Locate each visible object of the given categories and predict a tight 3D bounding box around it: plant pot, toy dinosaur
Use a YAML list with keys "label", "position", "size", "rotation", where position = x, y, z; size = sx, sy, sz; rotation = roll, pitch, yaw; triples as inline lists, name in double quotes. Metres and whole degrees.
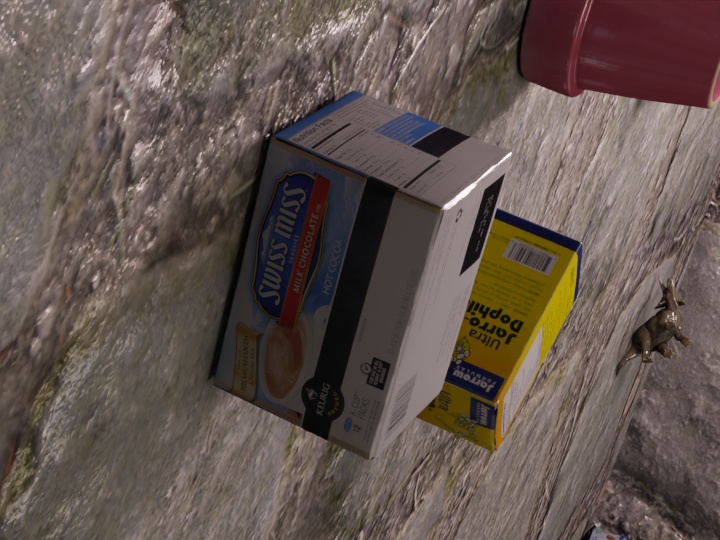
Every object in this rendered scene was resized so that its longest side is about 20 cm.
- label: "plant pot"
  position: [0.271, -0.242, 1.666]
  size: [0.200, 0.179, 0.200]
  rotation: [-58, 162, -31]
- label: "toy dinosaur"
  position: [0.526, 0.113, 3.139]
  size: [0.200, 0.077, 0.102]
  rotation: [-57, -160, 16]

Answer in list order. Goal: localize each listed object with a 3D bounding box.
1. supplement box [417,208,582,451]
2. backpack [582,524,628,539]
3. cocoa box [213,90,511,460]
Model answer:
- label: "supplement box"
  position: [0.128, 0.056, 1.744]
  size: [0.200, 0.109, 0.109]
  rotation: [-59, 162, -26]
- label: "backpack"
  position: [0.505, 0.638, 3.688]
  size: [0.200, 0.154, 0.191]
  rotation: [86, 21, -52]
- label: "cocoa box"
  position: [0.000, 0.000, 1.219]
  size: [0.133, 0.131, 0.200]
  rotation: [-38, 147, -58]
